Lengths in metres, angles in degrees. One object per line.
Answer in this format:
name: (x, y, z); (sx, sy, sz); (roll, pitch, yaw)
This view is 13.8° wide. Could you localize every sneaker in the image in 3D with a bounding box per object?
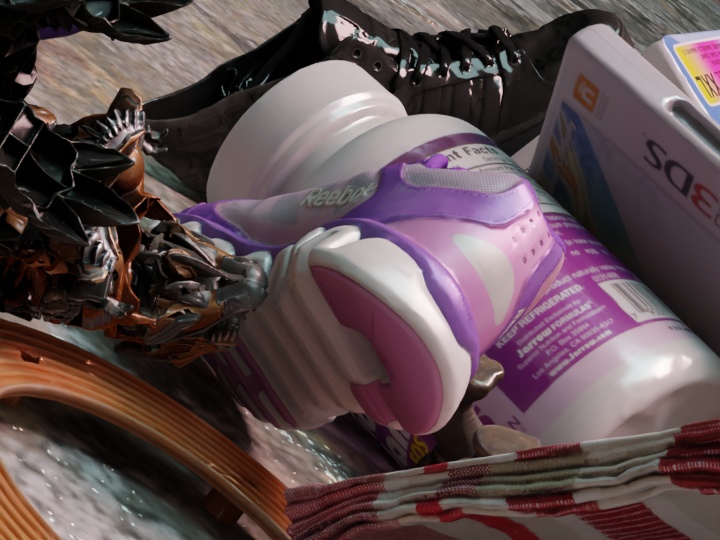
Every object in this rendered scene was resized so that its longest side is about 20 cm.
sneaker: (0.000, 0.000, 0.981); (0.081, 0.088, 0.200); (57, -22, -18)
sneaker: (0.012, -0.078, 1.241); (0.105, 0.199, 0.060); (58, -2, -27)

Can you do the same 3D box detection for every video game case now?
video game case: (0.120, 0.037, 1.115); (0.022, 0.201, 0.182); (-25, 56, -34)

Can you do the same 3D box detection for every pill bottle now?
pill bottle: (0.034, 0.014, 1.101); (0.200, 0.113, 0.112); (45, 15, 28)

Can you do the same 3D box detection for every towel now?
towel: (0.096, 0.079, 0.865); (0.144, 0.199, 0.023); (33, 52, -54)

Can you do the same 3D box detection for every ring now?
ring: (-0.056, 0.081, 0.849); (0.200, 0.019, 0.201); (35, 14, -10)

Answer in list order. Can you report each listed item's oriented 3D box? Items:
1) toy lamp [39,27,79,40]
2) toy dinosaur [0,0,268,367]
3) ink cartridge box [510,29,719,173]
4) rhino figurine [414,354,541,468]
toy lamp: (-0.171, -0.126, 1.165); (0.058, 0.058, 0.200); (44, 18, 28)
toy dinosaur: (-0.116, -0.026, 0.880); (0.199, 0.136, 0.103); (4, 64, -30)
ink cartridge box: (0.140, 0.023, 1.202); (0.076, 0.136, 0.201); (-13, 69, -55)
rhino figurine: (0.104, 0.102, 0.979); (0.199, 0.088, 0.060); (21, 38, 6)
